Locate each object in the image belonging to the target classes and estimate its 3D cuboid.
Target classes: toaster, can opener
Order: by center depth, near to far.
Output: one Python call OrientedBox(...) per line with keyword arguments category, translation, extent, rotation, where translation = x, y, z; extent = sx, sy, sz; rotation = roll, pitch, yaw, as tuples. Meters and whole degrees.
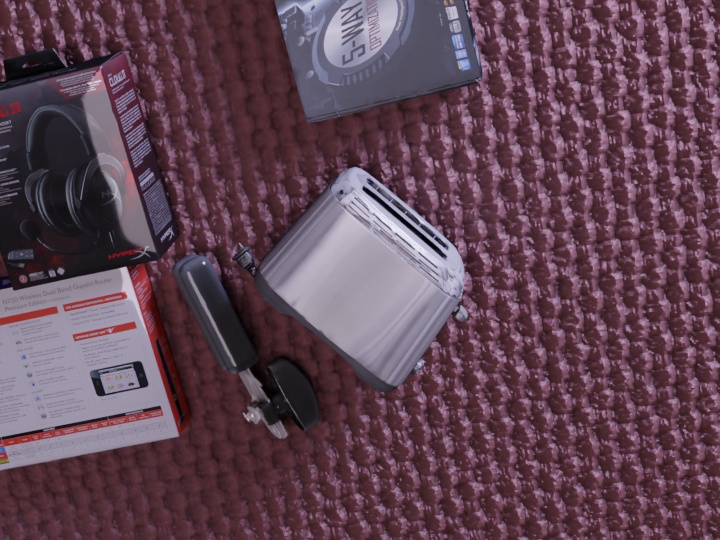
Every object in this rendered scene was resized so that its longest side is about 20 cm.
OrientedBox(category="toaster", translation=(0.000, 0.000, 1.187), extent=(0.200, 0.114, 0.129), rotation=(40, 105, -4))
OrientedBox(category="can opener", translation=(-0.111, 0.071, 1.263), extent=(0.066, 0.053, 0.201), rotation=(-35, 105, -19))

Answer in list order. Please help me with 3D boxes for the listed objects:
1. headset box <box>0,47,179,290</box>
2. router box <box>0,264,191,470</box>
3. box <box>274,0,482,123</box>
OrientedBox(category="headset box", translation=(-0.267, -0.099, 1.206), extent=(0.148, 0.077, 0.202), rotation=(-11, 108, 11))
OrientedBox(category="router box", translation=(-0.283, 0.088, 1.284), extent=(0.198, 0.049, 0.181), rotation=(-11, 106, 11))
OrientedBox(category="box", translation=(0.006, -0.243, 1.140), extent=(0.159, 0.044, 0.202), rotation=(-11, 106, 10))
